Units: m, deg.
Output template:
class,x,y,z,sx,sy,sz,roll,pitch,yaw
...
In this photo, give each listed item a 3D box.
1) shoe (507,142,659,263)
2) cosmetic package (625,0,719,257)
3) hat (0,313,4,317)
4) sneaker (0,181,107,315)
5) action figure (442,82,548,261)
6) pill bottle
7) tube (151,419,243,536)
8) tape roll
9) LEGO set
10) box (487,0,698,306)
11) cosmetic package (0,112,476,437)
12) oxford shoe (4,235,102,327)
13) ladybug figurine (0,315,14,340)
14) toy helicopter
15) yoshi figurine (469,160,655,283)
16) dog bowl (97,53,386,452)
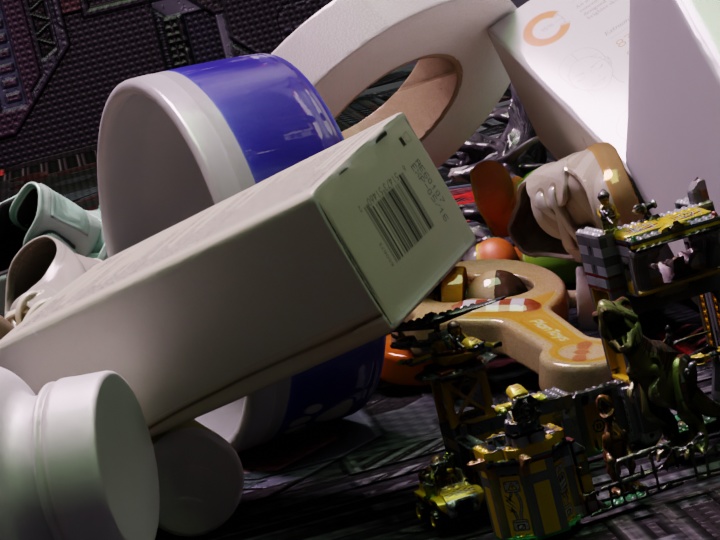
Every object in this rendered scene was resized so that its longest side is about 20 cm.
class,x,y,z,sx,sy,sz,roll,pitch,yaw
shoe,0.117,-0.027,1.381,0.053,0.070,0.200,-27,2,-3
cosmetic package,0.247,-0.081,1.220,0.199,0.168,0.167,-14,47,-8
hat,-0.245,0.054,1.448,0.200,0.081,0.201,-31,8,5
sneaker,-0.146,-0.023,1.537,0.200,0.074,0.118,-32,-33,-7
action figure,0.079,-0.057,1.692,0.102,0.119,0.200,-11,-3,-2
pill bottle,-0.195,0.102,1.123,0.199,0.111,0.111,-12,9,12
tube,-0.106,0.092,1.261,0.058,0.052,0.200,3,2,-16
tape roll,0.006,-0.098,1.497,0.202,0.037,0.203,-32,-23,-15
LEGO set,0.108,0.029,1.096,0.199,0.116,0.154,-15,9,-5
box,0.180,-0.090,1.434,0.124,0.098,0.200,-33,42,-4
cosmetic package,-0.058,0.011,1.165,0.200,0.073,0.104,-26,11,34
oxford shoe,-0.155,0.040,1.319,0.075,0.058,0.200,-50,24,13
ladybug figurine,-0.223,0.078,1.247,0.135,0.072,0.200,-13,-26,-13
toy helicopter,0.093,0.030,1.337,0.132,0.079,0.200,-7,17,-20
yoshi figurine,0.165,-0.044,1.528,0.199,0.113,0.112,-10,17,12
dog bowl,-0.065,-0.009,1.332,0.079,0.201,0.200,-15,9,-23
